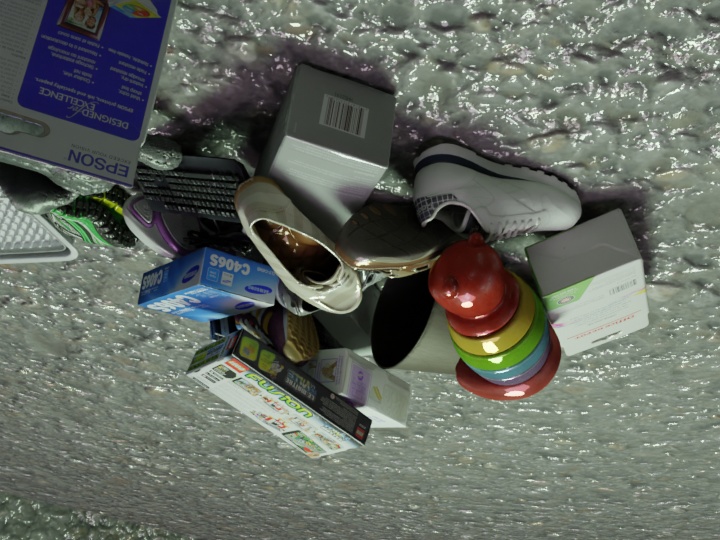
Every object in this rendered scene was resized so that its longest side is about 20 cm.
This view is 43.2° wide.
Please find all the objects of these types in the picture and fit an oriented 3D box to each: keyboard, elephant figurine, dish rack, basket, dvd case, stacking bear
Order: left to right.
[{"bbox_3d":[-0.449,-0.073,1.098,0.168,0.044,0.201,-3,151,16],"label":"dish rack"},{"bbox_3d":[-0.267,-0.117,0.821,0.200,0.155,0.141,47,172,-23],"label":"elephant figurine"},{"bbox_3d":[-0.166,-0.066,0.959,0.197,0.021,0.129,10,136,44],"label":"keyboard"},{"bbox_3d":[-0.110,0.075,1.213,0.196,0.149,0.016,19,114,-22],"label":"dvd case"},{"bbox_3d":[0.137,0.067,1.142,0.196,0.138,0.181,14,139,-23],"label":"basket"},{"bbox_3d":[0.133,0.043,0.955,0.113,0.122,0.201,25,162,41],"label":"stacking bear"}]

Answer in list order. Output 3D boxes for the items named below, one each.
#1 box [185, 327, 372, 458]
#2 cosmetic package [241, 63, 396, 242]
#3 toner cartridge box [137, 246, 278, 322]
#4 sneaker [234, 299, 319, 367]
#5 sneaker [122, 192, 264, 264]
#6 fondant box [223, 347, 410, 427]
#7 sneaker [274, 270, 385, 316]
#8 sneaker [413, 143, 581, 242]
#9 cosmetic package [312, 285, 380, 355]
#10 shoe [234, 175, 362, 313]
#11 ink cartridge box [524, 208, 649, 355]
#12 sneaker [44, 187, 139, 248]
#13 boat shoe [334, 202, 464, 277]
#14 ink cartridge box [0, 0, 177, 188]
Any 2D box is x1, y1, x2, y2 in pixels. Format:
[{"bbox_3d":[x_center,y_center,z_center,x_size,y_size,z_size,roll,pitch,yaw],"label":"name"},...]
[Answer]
[{"bbox_3d":[-0.093,0.147,1.049,0.199,0.035,0.109,39,142,-24],"label":"box"},{"bbox_3d":[-0.046,-0.101,0.910,0.105,0.092,0.200,15,155,-15],"label":"cosmetic package"},{"bbox_3d":[-0.181,0.020,1.055,0.093,0.044,0.199,16,164,-29],"label":"toner cartridge box"},{"bbox_3d":[-0.107,0.067,1.101,0.089,0.201,0.076,-30,115,7],"label":"sneaker"},{"bbox_3d":[-0.212,-0.025,1.100,0.098,0.076,0.198,-19,144,39],"label":"sneaker"},{"bbox_3d":[-0.056,0.154,1.150,0.197,0.060,0.144,-9,151,36],"label":"fondant box"},{"bbox_3d":[0.000,0.000,1.014,0.197,0.082,0.076,-29,120,-6],"label":"sneaker"},{"bbox_3d":[0.142,-0.063,0.944,0.196,0.082,0.077,11,150,-19],"label":"sneaker"},{"bbox_3d":[-0.023,0.032,1.161,0.050,0.084,0.200,-5,151,21],"label":"cosmetic package"},{"bbox_3d":[-0.057,-0.010,0.900,0.069,0.054,0.200,-37,131,7],"label":"shoe"},{"bbox_3d":[0.265,0.021,1.049,0.115,0.068,0.200,-22,150,10],"label":"ink cartridge box"},{"bbox_3d":[-0.334,-0.078,1.023,0.083,0.080,0.200,-4,151,21],"label":"sneaker"},{"bbox_3d":[0.042,-0.023,0.932,0.198,0.076,0.072,-12,144,-49],"label":"boat shoe"},{"bbox_3d":[-0.254,-0.165,0.702,0.194,0.204,0.043,16,149,-18],"label":"ink cartridge box"}]
